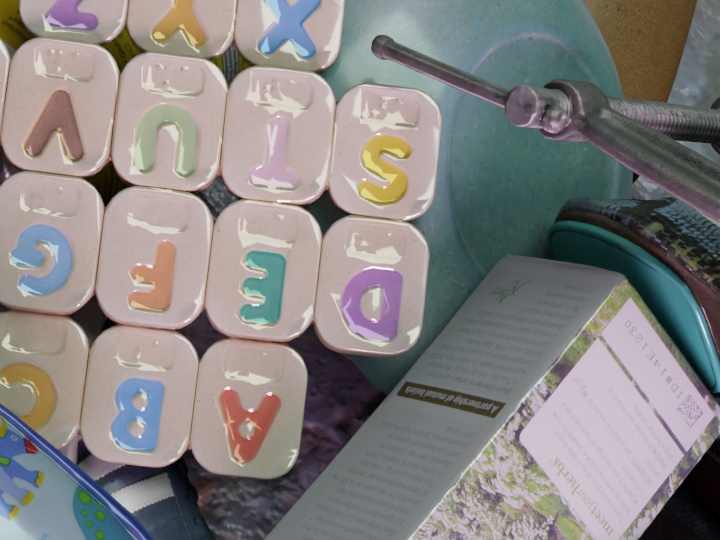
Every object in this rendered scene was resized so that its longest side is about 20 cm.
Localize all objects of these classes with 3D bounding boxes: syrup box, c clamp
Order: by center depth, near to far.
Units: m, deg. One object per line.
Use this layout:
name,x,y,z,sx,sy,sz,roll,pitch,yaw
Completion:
syrup box,0.033,0.095,0.752,0.200,0.081,0.079,-48,117,-18
c clamp,0.127,-0.047,0.773,0.199,0.027,0.170,4,24,-48

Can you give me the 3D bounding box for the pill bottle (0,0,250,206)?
pill bottle,-0.130,-0.074,0.854,0.112,0.113,0.200,40,49,6

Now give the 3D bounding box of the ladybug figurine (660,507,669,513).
ladybug figurine,0.168,0.033,0.923,0.198,0.072,0.136,-22,56,-18

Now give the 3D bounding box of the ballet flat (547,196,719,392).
ballet flat,0.149,0.015,0.759,0.074,0.075,0.200,-10,31,-31

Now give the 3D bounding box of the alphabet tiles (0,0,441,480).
alphabet tiles,-0.071,-0.029,0.757,0.198,0.015,0.198,7,83,-4

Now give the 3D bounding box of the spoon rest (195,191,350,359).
spoon rest,0.000,0.000,0.852,0.199,0.100,0.061,5,37,-46

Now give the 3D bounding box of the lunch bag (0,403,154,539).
lunch bag,-0.168,0.121,0.645,0.161,0.083,0.200,42,51,6

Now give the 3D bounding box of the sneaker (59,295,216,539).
sneaker,-0.085,0.084,0.790,0.084,0.075,0.202,14,61,-11

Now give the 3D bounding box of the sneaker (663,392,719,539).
sneaker,0.182,0.113,0.803,0.199,0.080,0.095,33,23,20

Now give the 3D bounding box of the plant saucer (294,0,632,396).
plant saucer,0.056,-0.041,0.832,0.200,0.038,0.203,0,91,-45

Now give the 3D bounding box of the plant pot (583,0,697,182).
plant pot,0.084,-0.140,0.979,0.185,0.186,0.202,9,68,-20
